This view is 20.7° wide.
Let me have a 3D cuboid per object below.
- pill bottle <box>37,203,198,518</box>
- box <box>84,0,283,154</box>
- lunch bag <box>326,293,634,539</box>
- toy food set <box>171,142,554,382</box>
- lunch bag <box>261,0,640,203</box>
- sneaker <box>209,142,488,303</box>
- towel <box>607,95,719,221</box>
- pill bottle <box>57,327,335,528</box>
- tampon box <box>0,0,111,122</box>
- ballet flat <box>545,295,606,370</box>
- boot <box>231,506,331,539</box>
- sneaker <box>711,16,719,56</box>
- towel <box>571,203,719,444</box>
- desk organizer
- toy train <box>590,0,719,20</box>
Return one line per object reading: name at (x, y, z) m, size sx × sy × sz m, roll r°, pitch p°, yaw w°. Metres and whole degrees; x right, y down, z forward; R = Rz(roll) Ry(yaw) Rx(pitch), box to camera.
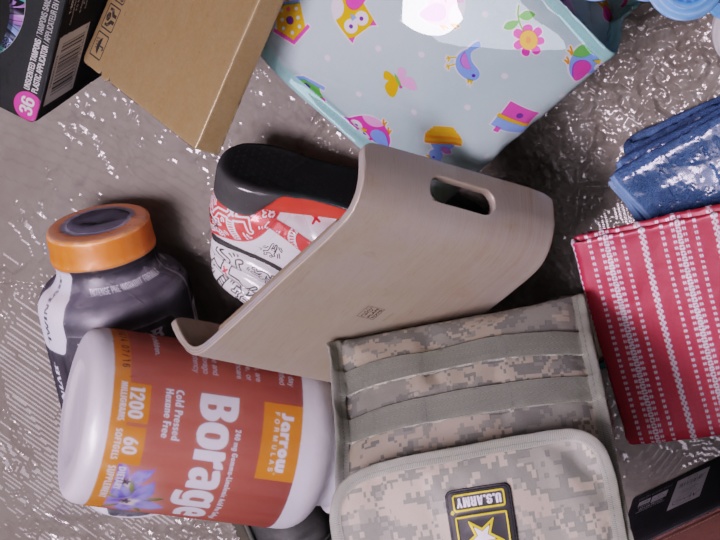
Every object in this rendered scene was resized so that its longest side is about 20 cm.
pill bottle at (-0.159, 0.058, 1.343) m, size 0.106 × 0.106 × 0.201 m, roll -1°, pitch 114°, yaw 23°
box at (-0.086, -0.185, 1.152) m, size 0.163 × 0.021 × 0.201 m, roll 38°, pitch 107°, yaw 51°
lunch bag at (0.069, 0.125, 1.125) m, size 0.163 × 0.201 × 0.118 m, roll -11°, pitch 133°, yaw 6°
toy food set at (0.000, 0.000, 1.177) m, size 0.143 × 0.061 × 0.200 m, roll 14°, pitch 139°, yaw -36°
lunch bag at (0.034, -0.164, 1.152) m, size 0.200 × 0.122 × 0.170 m, roll 43°, pitch 123°, yaw -8°
sneaker at (-0.003, -0.007, 1.277) m, size 0.200 × 0.067 × 0.108 m, roll 17°, pitch 133°, yaw 5°
towel at (0.242, -0.007, 1.183) m, size 0.111 × 0.049 × 0.200 m, roll -26°, pitch 102°, yaw 29°
pill bottle at (-0.086, 0.104, 1.259) m, size 0.199 × 0.112 × 0.113 m, roll 9°, pitch 122°, yaw -17°
tampon box at (-0.243, -0.215, 1.236) m, size 0.199 × 0.126 × 0.150 m, roll 25°, pitch 120°, yaw 10°
ballet flat at (0.117, 0.057, 1.258) m, size 0.069 × 0.069 × 0.200 m, roll 46°, pitch 122°, yaw -4°
boot at (0.014, 0.190, 1.354) m, size 0.199 × 0.073 × 0.182 m, roll 12°, pitch 132°, yaw 26°
sneaker at (0.287, -0.123, 1.089) m, size 0.199 × 0.085 × 0.073 m, roll 8°, pitch 118°, yaw 21°
towel at (0.236, 0.024, 1.157) m, size 0.199 × 0.022 × 0.145 m, roll -11°, pitch 108°, yaw 19°
desk organizer at (0.264, 0.152, 1.237) m, size 0.200 × 0.072 × 0.077 m, roll -32°, pitch 102°, yaw 31°
toy train at (0.174, -0.194, 1.050) m, size 0.199 × 0.087 × 0.115 m, roll 11°, pitch 105°, yaw -16°
